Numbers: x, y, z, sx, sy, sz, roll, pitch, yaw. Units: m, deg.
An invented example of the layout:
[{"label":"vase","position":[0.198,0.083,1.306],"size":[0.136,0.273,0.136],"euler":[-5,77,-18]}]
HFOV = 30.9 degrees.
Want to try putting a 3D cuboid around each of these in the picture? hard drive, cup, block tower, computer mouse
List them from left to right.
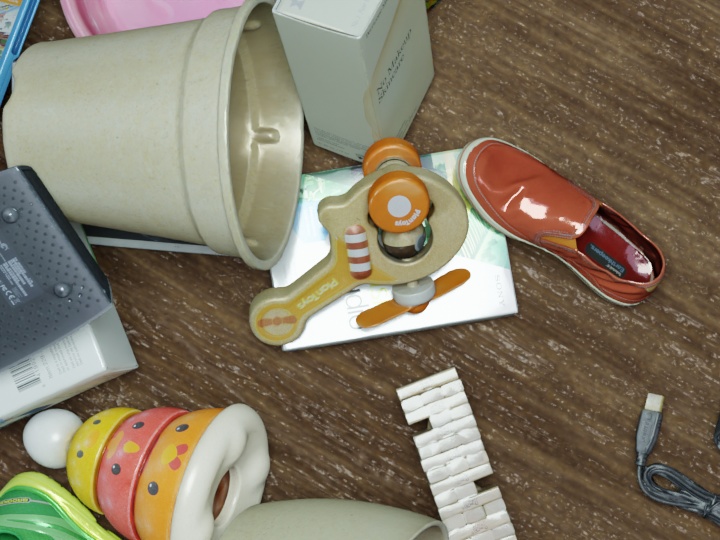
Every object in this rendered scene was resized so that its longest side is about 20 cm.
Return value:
[{"label":"hard drive","position":[-0.289,0.011,0.949],"size":[0.200,0.042,0.135],"euler":[-25,110,17]},{"label":"cup","position":[-0.040,0.255,0.998],"size":[0.143,0.200,0.201],"euler":[22,86,23]},{"label":"block tower","position":[0.086,0.183,1.061],"size":[0.058,0.054,0.200],"euler":[-21,85,0]},{"label":"computer mouse","position":[0.306,0.114,1.073],"size":[0.140,0.046,0.201],"euler":[18,91,6]}]

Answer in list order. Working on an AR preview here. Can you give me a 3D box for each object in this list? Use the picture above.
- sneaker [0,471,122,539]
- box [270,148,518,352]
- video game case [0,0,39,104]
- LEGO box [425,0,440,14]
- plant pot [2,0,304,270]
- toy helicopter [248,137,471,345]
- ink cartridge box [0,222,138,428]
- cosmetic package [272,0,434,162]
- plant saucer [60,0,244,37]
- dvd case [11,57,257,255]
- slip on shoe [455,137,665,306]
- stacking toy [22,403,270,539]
[{"label":"sneaker","position":[-0.220,0.248,1.041],"size":[0.200,0.074,0.084],"euler":[36,60,11]},{"label":"box","position":[0.022,-0.018,1.085],"size":[0.199,0.036,0.145],"euler":[-10,86,-2]},{"label":"video game case","position":[-0.327,-0.240,1.089],"size":[0.143,0.018,0.200],"euler":[18,85,23]},{"label":"LEGO box","position":[-0.001,-0.307,1.050],"size":[0.200,0.149,0.077],"euler":[44,84,3]},{"label":"plant pot","position":[-0.155,-0.103,0.971],"size":[0.183,0.200,0.201],"euler":[1,86,13]},{"label":"toy helicopter","position":[0.000,0.000,1.032],"size":[0.200,0.079,0.132],"euler":[-35,116,15]},{"label":"ink cartridge box","position":[-0.303,0.052,1.044],"size":[0.200,0.088,0.146],"euler":[-24,85,7]},{"label":"cosmetic package","position":[0.000,-0.173,1.003],"size":[0.073,0.200,0.104],"euler":[21,73,14]},{"label":"plant saucer","position":[-0.152,-0.246,1.097],"size":[0.200,0.051,0.201],"euler":[0,87,0]},{"label":"dvd case","position":[-0.187,-0.092,1.073],"size":[0.199,0.025,0.151],"euler":[4,107,0]},{"label":"slip on shoe","position":[0.166,-0.044,1.056],"size":[0.200,0.061,0.074],"euler":[36,69,-7]},{"label":"stacking toy","position":[-0.186,0.159,1.043],"size":[0.199,0.146,0.147],"euler":[13,86,18]}]
